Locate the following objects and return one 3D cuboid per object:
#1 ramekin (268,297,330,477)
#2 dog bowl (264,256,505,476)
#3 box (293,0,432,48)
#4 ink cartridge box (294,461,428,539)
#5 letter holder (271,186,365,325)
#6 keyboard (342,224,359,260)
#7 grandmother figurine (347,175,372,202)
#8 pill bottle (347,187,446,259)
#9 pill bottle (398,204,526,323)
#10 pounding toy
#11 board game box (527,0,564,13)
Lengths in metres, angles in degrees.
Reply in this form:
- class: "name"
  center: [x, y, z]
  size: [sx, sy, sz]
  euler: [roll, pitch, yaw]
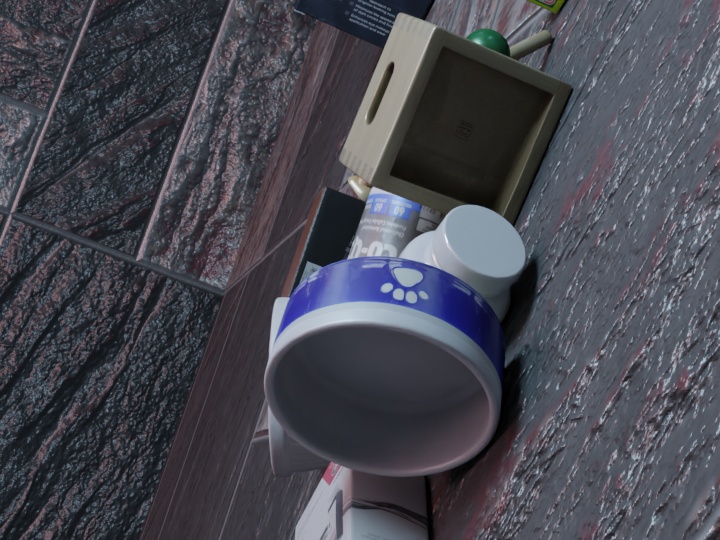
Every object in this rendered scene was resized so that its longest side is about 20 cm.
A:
- class: "ramekin"
  center: [-0.051, 0.133, 1.499]
  size: [0.202, 0.093, 0.204]
  euler: [1, -90, -89]
- class: "dog bowl"
  center: [0.023, 0.084, 1.117]
  size: [0.200, 0.199, 0.079]
  euler: [123, 166, -45]
- class: "box"
  center: [0.024, -0.479, 2.090]
  size: [0.118, 0.196, 0.201]
  euler: [-82, 18, -52]
- class: "ink cartridge box"
  center: [-0.002, 0.265, 1.207]
  size: [0.200, 0.084, 0.146]
  euler: [-93, 26, -59]
- class: "letter holder"
  center: [-0.049, 0.005, 1.834]
  size: [0.142, 0.100, 0.201]
  euler: [150, 140, -75]
- class: "keyboard"
  center: [0.000, 0.000, 1.571]
  size: [0.200, 0.020, 0.128]
  euler: [-142, 74, -78]
- class: "grandmother figurine"
  center: [0.069, -0.172, 1.624]
  size: [0.200, 0.060, 0.121]
  euler: [-46, 11, 28]
- class: "pill bottle"
  center: [0.034, 0.021, 1.389]
  size: [0.114, 0.113, 0.201]
  euler: [159, 131, -74]
- class: "pill bottle"
  center: [0.070, 0.034, 1.207]
  size: [0.200, 0.111, 0.112]
  euler: [123, 163, -45]
- class: "pounding toy"
  center: [0.103, -0.162, 1.287]
  size: [0.201, 0.183, 0.142]
  euler: [-67, 24, 9]
- class: "board game box"
  center: [0.216, -0.378, 1.407]
  size: [0.102, 0.047, 0.201]
  euler: [122, 164, -45]
